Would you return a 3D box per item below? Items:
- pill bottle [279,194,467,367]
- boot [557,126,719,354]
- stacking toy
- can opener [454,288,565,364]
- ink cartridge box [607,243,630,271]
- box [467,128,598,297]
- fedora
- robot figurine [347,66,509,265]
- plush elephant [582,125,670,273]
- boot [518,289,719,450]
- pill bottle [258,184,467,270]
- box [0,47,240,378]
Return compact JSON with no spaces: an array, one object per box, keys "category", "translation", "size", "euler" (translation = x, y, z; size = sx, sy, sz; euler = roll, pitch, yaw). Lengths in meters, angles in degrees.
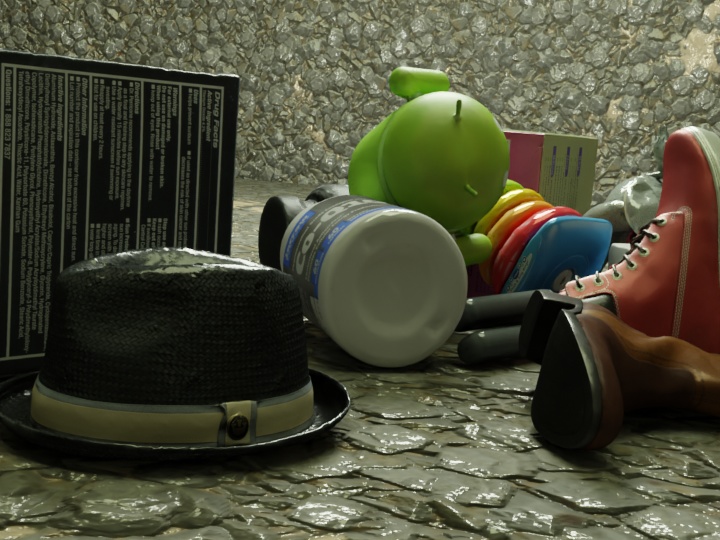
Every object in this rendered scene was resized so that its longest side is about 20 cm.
[{"category":"pill bottle","translation":[0.000,0.000,0.845],"size":[0.112,0.116,0.200],"euler":[2,7,-16]},{"category":"boot","translation":[0.205,-0.015,0.789],"size":[0.142,0.203,0.073],"euler":[3,-19,-3]},{"category":"stacking toy","translation":[0.130,-0.051,1.017],"size":[0.109,0.117,0.200],"euler":[0,38,-42]},{"category":"can opener","translation":[0.138,0.047,0.867],"size":[0.066,0.053,0.198],"euler":[-34,-20,36]},{"category":"ink cartridge box","translation":[0.328,0.029,0.916],"size":[0.196,0.086,0.145],"euler":[2,8,-11]},{"category":"box","translation":[0.181,-0.063,1.174],"size":[0.095,0.179,0.199],"euler":[8,9,28]},{"category":"fedora","translation":[-0.101,0.037,0.588],"size":[0.197,0.093,0.201],"euler":[4,7,0]},{"category":"robot figurine","translation":[0.057,-0.086,0.933],"size":[0.114,0.178,0.200],"euler":[-11,-2,-17]},{"category":"plush elephant","translation":[0.300,-0.026,1.052],"size":[0.162,0.203,0.155],"euler":[11,21,-5]},{"category":"boot","translation":[0.202,0.081,0.654],"size":[0.197,0.070,0.188],"euler":[17,8,-1]},{"category":"pill bottle","translation":[0.003,-0.029,1.075],"size":[0.197,0.114,0.112],"euler":[0,8,-26]},{"category":"box","translation":[-0.197,-0.041,0.728],"size":[0.196,0.204,0.122],"euler":[-2,9,-44]}]
